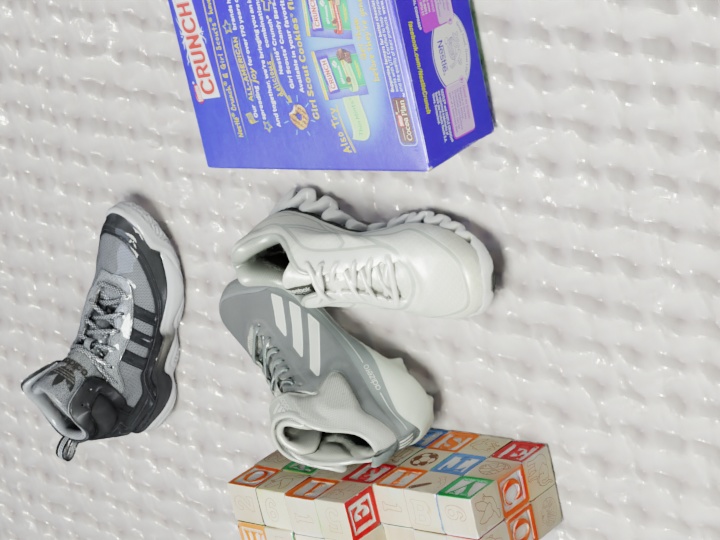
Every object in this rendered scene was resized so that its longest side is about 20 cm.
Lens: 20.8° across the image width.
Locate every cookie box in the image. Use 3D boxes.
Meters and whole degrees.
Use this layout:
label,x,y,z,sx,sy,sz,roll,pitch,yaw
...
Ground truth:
label,x,y,z,sx,sy,sz,roll,pitch,yaw
cookie box,-0.027,-0.155,1.234,0.199,0.075,0.173,4,114,43

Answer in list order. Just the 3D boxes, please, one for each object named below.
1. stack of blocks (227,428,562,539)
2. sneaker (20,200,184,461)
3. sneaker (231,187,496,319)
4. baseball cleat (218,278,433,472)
label,x,y,z,sx,sy,sz,roll,pitch,yaw
stack of blocks,0.021,0.157,1.325,0.199,0.115,0.059,3,114,43
sneaker,-0.196,0.053,1.481,0.075,0.113,0.202,25,127,32
sneaker,0.000,0.000,1.289,0.199,0.081,0.076,10,117,39
baseball cleat,-0.045,0.069,1.349,0.199,0.106,0.070,27,133,34
